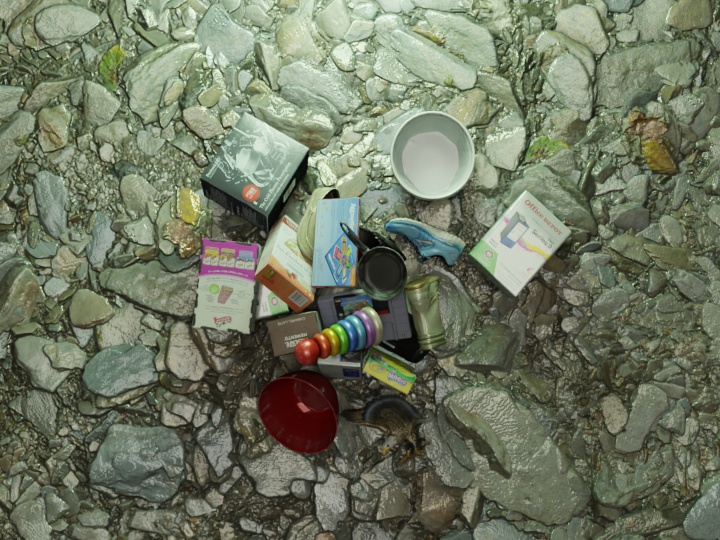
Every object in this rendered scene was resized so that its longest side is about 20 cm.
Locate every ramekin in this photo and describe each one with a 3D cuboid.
[{"bbox_3d":[0.167,-0.260,1.702,0.195,0.105,0.205,0,88,3],"label":"ramekin"}]

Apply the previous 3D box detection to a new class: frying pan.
[{"bbox_3d":[0.017,-0.012,1.563,0.188,0.031,0.116,30,106,11],"label":"frying pan"}]

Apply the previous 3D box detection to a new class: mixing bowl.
[{"bbox_3d":[-0.125,0.307,1.674,0.196,0.109,0.204,9,117,18],"label":"mixing bowl"}]

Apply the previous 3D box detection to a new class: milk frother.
[{"bbox_3d":[0.000,0.000,1.653,0.177,0.200,0.192,19,89,-1],"label":"milk frother"}]

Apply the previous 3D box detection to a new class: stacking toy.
[{"bbox_3d":[-0.052,0.145,1.532,0.197,0.085,0.087,-17,87,-29],"label":"stacking toy"}]

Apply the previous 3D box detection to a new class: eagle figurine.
[{"bbox_3d":[0.069,0.355,1.660,0.152,0.151,0.200,-43,94,11],"label":"eagle figurine"}]

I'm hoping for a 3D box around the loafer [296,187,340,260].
[{"bbox_3d":[-0.093,-0.118,1.680,0.075,0.068,0.203,30,53,-31],"label":"loafer"}]

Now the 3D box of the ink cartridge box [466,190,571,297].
[{"bbox_3d":[0.368,-0.060,1.689,0.145,0.088,0.200,43,88,4],"label":"ink cartridge box"}]

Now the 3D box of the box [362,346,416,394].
[{"bbox_3d":[0.067,0.225,1.641,0.116,0.200,0.049,28,89,3],"label":"box"}]

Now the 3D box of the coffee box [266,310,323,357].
[{"bbox_3d":[-0.139,0.141,1.652,0.112,0.200,0.081,-13,87,2],"label":"coffee box"}]

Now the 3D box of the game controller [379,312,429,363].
[{"bbox_3d":[0.084,0.141,1.690,0.198,0.042,0.105,31,117,-18],"label":"game controller"}]

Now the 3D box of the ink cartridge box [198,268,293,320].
[{"bbox_3d":[-0.270,0.048,1.717,0.196,0.088,0.149,-11,88,3],"label":"ink cartridge box"}]

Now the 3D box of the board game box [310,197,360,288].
[{"bbox_3d":[-0.054,-0.062,1.607,0.101,0.019,0.204,-1,73,15],"label":"board game box"}]

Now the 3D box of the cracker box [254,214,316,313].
[{"bbox_3d":[-0.156,-0.018,1.643,0.134,0.202,0.057,40,120,-21],"label":"cracker box"}]

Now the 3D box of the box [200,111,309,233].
[{"bbox_3d":[-0.244,-0.228,1.690,0.180,0.104,0.202,28,71,3],"label":"box"}]

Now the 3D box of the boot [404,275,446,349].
[{"bbox_3d":[0.155,0.095,1.648,0.071,0.200,0.158,-14,91,15],"label":"boot"}]

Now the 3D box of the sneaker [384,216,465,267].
[{"bbox_3d":[0.145,-0.066,1.711,0.197,0.078,0.092,22,92,3],"label":"sneaker"}]

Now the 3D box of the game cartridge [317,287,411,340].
[{"bbox_3d":[0.010,0.103,1.625,0.196,0.039,0.132,-8,121,8],"label":"game cartridge"}]

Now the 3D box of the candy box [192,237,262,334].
[{"bbox_3d":[-0.300,0.035,1.645,0.133,0.061,0.205,7,89,2],"label":"candy box"}]

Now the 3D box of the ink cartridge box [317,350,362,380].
[{"bbox_3d":[-0.044,0.216,1.654,0.097,0.200,0.040,4,72,1],"label":"ink cartridge box"}]
